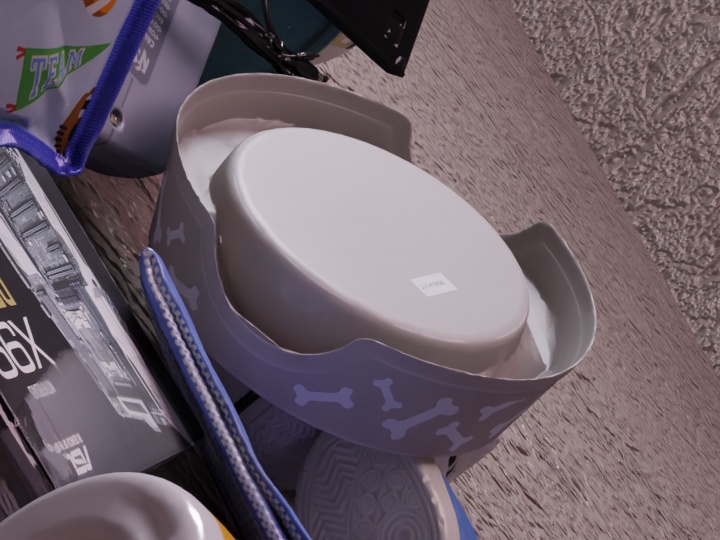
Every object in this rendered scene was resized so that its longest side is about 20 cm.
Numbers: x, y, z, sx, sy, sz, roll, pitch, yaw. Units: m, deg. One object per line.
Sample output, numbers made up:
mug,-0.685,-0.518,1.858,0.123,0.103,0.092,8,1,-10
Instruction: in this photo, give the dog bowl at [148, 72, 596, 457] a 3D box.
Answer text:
dog bowl,0.000,0.000,1.259,0.199,0.059,0.200,23,30,-14

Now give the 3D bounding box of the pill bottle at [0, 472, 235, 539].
pill bottle,-0.035,0.159,0.847,0.200,0.112,0.112,51,12,-34

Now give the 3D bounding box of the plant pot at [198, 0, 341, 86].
plant pot,-0.097,-0.204,1.437,0.188,0.200,0.200,45,15,-26

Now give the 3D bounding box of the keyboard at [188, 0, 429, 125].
keyboard,-0.038,-0.148,1.321,0.200,0.021,0.128,40,60,-41

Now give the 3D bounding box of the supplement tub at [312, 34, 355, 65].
supplement tub,-0.059,-0.188,1.668,0.145,0.144,0.200,58,10,4

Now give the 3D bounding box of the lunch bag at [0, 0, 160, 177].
lunch bag,-0.131,-0.159,0.927,0.170,0.201,0.124,32,8,29

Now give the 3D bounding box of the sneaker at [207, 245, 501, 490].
sneaker,-0.013,0.042,1.349,0.200,0.075,0.115,15,41,-58

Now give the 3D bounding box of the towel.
towel,-0.037,0.088,1.142,0.145,0.024,0.200,61,-7,23

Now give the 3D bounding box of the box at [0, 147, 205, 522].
box,-0.131,0.013,1.000,0.158,0.050,0.200,59,10,3

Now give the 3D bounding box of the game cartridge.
game cartridge,-0.132,-0.135,1.251,0.200,0.040,0.134,50,44,-42

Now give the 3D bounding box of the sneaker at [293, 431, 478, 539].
sneaker,0.038,0.158,1.265,0.201,0.077,0.111,68,18,13
